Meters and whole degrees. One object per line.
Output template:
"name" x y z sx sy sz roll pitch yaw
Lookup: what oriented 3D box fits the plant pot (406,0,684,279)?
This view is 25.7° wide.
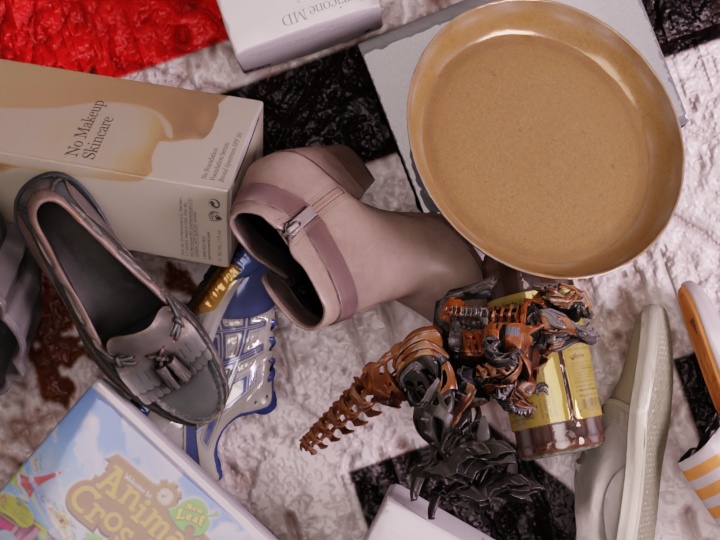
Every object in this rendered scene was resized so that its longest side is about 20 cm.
"plant pot" 0.121 -0.086 1.052 0.198 0.027 0.203 5 70 -15

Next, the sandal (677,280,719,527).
"sandal" 0.241 0.112 1.080 0.059 0.079 0.209 -20 78 3

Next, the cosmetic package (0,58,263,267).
"cosmetic package" -0.172 -0.076 1.082 0.197 0.072 0.106 9 43 5

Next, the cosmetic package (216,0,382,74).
"cosmetic package" -0.065 -0.252 1.108 0.112 0.081 0.202 -20 85 0

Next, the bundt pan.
"bundt pan" -0.301 -0.004 1.064 0.200 0.203 0.076 20 54 4

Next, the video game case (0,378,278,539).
"video game case" -0.159 0.205 1.043 0.200 0.022 0.182 41 89 6

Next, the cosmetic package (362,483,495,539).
"cosmetic package" 0.059 0.283 1.054 0.198 0.123 0.202 28 90 4

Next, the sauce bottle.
"sauce bottle" 0.118 0.024 1.064 0.064 0.065 0.203 -9 82 2

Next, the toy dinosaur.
"toy dinosaur" 0.061 0.080 1.013 0.199 0.102 0.137 -33 58 30

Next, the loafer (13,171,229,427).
"loafer" -0.156 0.027 1.021 0.072 0.063 0.201 -38 103 -3

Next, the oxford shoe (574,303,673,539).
"oxford shoe" 0.179 0.121 1.085 0.057 0.075 0.203 8 86 27

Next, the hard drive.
"hard drive" 0.113 -0.131 1.117 0.198 0.033 0.141 -22 86 2

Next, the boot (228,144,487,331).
"boot" 0.000 0.000 1.051 0.200 0.146 0.070 44 125 0

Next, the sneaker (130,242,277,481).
"sneaker" -0.087 0.055 1.107 0.088 0.075 0.201 31 93 -11
